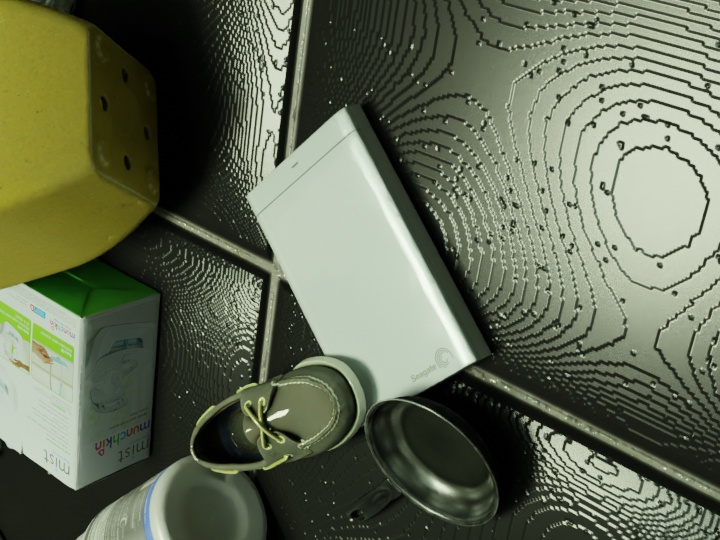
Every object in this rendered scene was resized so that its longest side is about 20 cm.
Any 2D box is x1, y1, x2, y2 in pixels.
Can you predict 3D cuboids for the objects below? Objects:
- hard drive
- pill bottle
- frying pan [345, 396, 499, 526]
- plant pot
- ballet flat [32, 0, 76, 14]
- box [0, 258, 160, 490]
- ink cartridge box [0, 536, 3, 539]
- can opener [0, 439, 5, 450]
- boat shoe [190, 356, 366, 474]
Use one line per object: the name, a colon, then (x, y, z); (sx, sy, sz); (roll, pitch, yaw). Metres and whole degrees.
hard drive: (0.000, 0.000, 0.791); (0.131, 0.027, 0.202); (-35, 79, 41)
pill bottle: (-0.182, 0.250, 0.960); (0.199, 0.113, 0.115); (-36, 79, 41)
frying pan: (0.049, 0.159, 0.790); (0.114, 0.031, 0.192); (32, 142, 20)
plant pot: (-0.273, -0.107, 0.860); (0.197, 0.194, 0.199); (-9, 76, 14)
ballet flat: (-0.342, -0.243, 0.993); (0.198, 0.071, 0.073); (-6, 98, 42)
box: (-0.294, 0.079, 1.020); (0.198, 0.096, 0.179); (23, 117, 34)
ink cartridge box: (-0.447, 0.403, 1.211); (0.201, 0.146, 0.083); (52, 130, 18)
can opener: (-0.464, 0.130, 1.222); (0.066, 0.053, 0.201); (-36, 77, 5)
boat shoe: (-0.069, 0.121, 0.845); (0.201, 0.060, 0.073); (-28, 83, 51)
